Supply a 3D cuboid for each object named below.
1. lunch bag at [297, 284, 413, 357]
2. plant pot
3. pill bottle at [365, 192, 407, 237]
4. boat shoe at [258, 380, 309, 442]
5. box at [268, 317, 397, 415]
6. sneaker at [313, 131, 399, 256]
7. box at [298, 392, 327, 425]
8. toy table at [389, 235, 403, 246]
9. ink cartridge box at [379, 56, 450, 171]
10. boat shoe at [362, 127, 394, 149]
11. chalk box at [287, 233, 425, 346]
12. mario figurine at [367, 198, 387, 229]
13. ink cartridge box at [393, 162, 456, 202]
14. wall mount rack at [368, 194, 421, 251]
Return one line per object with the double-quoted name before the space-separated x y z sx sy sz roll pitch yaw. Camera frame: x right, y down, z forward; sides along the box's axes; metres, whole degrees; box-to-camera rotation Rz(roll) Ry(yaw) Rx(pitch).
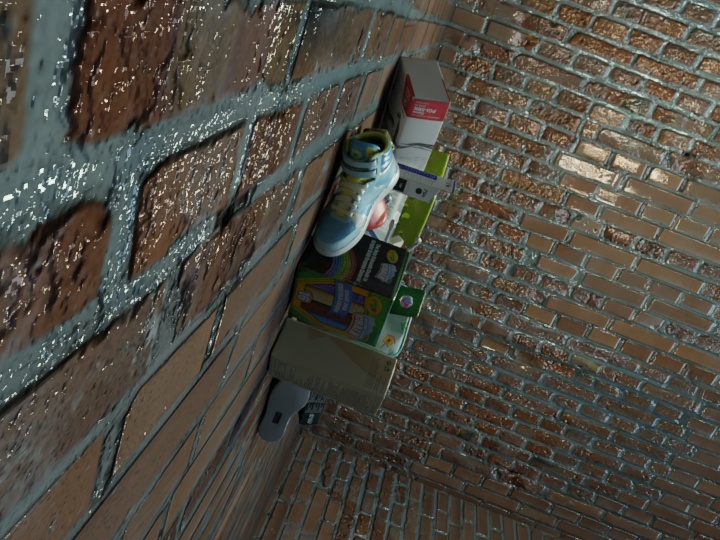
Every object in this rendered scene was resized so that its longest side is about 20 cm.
"lunch bag" -0.003 0.072 1.151 0.077 0.200 0.160 123 -12 -59
"plant pot" 0.107 -0.214 1.677 0.199 0.181 0.200 108 4 -46
"pill bottle" 0.029 -0.120 1.507 0.114 0.114 0.200 89 22 -85
"boat shoe" -0.150 0.264 1.282 0.068 0.074 0.199 -77 -172 -56
"box" -0.049 0.164 1.072 0.095 0.200 0.078 109 3 -58
"sneaker" -0.016 -0.125 0.946 0.200 0.079 0.131 -58 160 -19
"box" -0.097 0.188 1.327 0.193 0.047 0.200 -98 -159 -47
"toy table" 0.000 0.000 1.297 0.200 0.184 0.117 -35 155 -42
"ink cartridge box" 0.107 -0.318 1.324 0.200 0.083 0.147 109 -21 -48
"boat shoe" 0.022 -0.214 1.100 0.200 0.074 0.066 27 68 -87
"chalk box" 0.002 0.028 1.026 0.124 0.200 0.125 109 3 -45
"mario figurine" -0.026 -0.103 1.124 0.200 0.106 0.124 133 -56 -66
"ink cartridge box" 0.092 -0.184 1.276 0.099 0.200 0.039 -62 170 -66
"wall mount rack" 0.040 -0.101 1.217 0.075 0.200 0.174 -39 159 15
